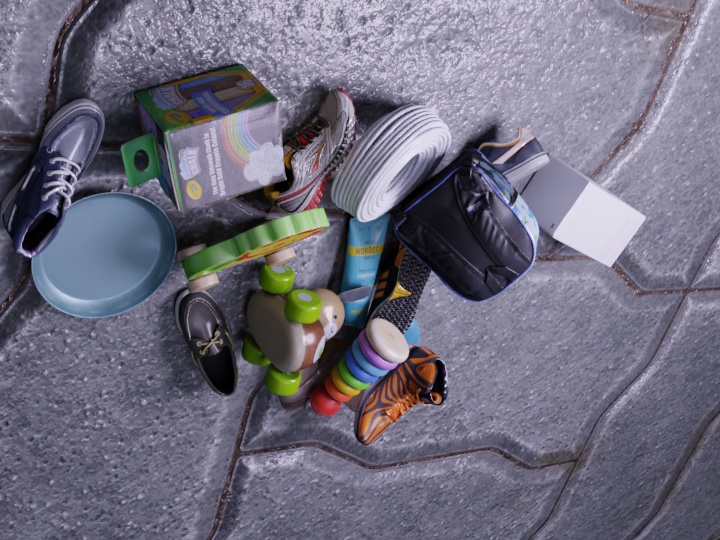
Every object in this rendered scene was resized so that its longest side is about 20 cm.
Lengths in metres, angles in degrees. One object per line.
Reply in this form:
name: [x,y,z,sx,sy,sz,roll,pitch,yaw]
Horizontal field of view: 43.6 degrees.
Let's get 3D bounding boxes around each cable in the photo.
cable: [0.046,-0.157,1.339,0.200,0.069,0.200,-50,165,17]

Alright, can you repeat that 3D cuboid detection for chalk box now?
chalk box: [-0.213,-0.167,1.168,0.199,0.124,0.125,-19,132,-20]

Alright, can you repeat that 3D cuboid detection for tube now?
tube: [0.000,0.000,1.494,0.077,0.050,0.201,-12,123,-37]

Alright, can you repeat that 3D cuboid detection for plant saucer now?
plant saucer: [-0.354,-0.024,1.244,0.199,0.027,0.201,-18,131,-22]

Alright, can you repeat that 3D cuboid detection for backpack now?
backpack: [0.178,-0.070,1.407,0.183,0.147,0.200,-38,100,27]

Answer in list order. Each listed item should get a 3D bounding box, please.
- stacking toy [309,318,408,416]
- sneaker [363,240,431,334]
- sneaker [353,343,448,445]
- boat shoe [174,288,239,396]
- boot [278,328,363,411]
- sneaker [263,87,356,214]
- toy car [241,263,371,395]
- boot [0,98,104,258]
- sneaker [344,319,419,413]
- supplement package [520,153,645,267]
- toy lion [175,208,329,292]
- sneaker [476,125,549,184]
stacking toy: [-0.014,0.169,1.488,0.085,0.086,0.200,21,124,-42]
sneaker: [0.058,0.033,1.519,0.070,0.090,0.201,19,107,-21]
sneaker: [0.074,0.221,1.537,0.201,0.112,0.078,-57,134,-12]
boat shoe: [-0.232,0.113,1.404,0.071,0.061,0.202,-27,133,-15]
boot: [-0.057,0.166,1.567,0.199,0.070,0.147,-15,136,-27]
sneaker: [-0.072,-0.170,1.293,0.082,0.078,0.201,16,109,-35]
toy car: [-0.068,0.084,1.434,0.199,0.158,0.165,-5,124,-37]
boot: [-0.373,-0.112,1.121,0.073,0.090,0.201,24,107,-42]
sneaker: [0.034,0.164,1.617,0.077,0.081,0.201,44,73,-43]
supplement package: [0.398,-0.106,1.630,0.199,0.117,0.118,20,110,-42]
toy lion: [-0.148,-0.037,1.264,0.199,0.192,0.069,-20,89,-20]
sneaker: [0.209,-0.164,1.495,0.199,0.080,0.078,-30,174,19]
